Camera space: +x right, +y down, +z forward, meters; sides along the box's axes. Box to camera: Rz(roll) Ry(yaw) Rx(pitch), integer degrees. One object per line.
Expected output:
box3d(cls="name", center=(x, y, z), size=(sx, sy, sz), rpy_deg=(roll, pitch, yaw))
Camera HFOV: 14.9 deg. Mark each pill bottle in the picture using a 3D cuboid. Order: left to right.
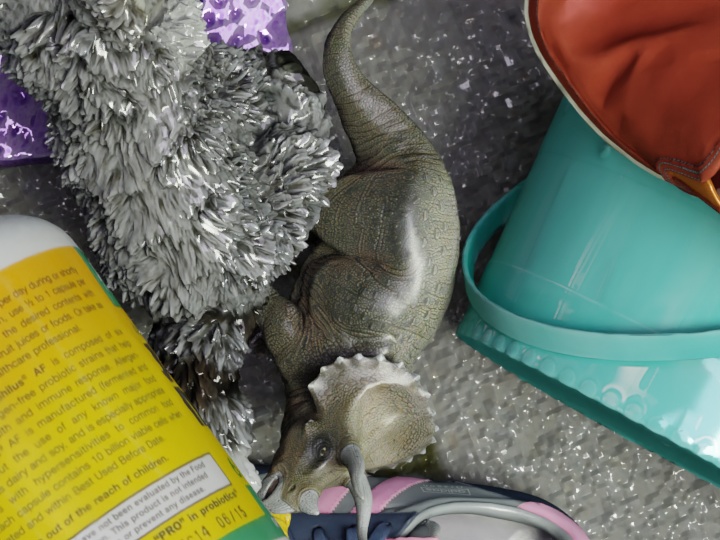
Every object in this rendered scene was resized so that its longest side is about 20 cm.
box3d(cls="pill bottle", center=(-0.118, 0.054, 0.918), size=(0.113, 0.113, 0.200), rpy_deg=(-35, 81, -12))

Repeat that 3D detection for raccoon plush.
box3d(cls="raccoon plush", center=(-0.071, -0.024, 0.953), size=(0.097, 0.134, 0.200), rpy_deg=(-21, 68, 21))

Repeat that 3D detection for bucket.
box3d(cls="bucket", center=(0.141, 0.007, 1.027), size=(0.207, 0.207, 0.135), rpy_deg=(29, 87, -10))

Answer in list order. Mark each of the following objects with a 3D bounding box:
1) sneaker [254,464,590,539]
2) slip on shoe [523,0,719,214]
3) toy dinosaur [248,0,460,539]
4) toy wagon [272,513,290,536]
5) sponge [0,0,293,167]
box3d(cls="sneaker", center=(-0.007, 0.107, 1.044), size=(0.200, 0.082, 0.070), rpy_deg=(-2, 88, -13))
box3d(cls="slip on shoe", center=(0.128, -0.047, 0.905), size=(0.074, 0.061, 0.200), rpy_deg=(-48, 64, 8))
box3d(cls="toy dinosaur", center=(0.000, 0.000, 1.030), size=(0.102, 0.077, 0.200), rpy_deg=(13, 80, 29))
box3d(cls="toy wagon", center=(-0.123, 0.086, 0.991), size=(0.200, 0.040, 0.155), rpy_deg=(12, 60, -20))
box3d(cls="sponge", center=(-0.128, -0.096, 1.052), size=(0.200, 0.030, 0.112), rpy_deg=(-6, 89, -14))
